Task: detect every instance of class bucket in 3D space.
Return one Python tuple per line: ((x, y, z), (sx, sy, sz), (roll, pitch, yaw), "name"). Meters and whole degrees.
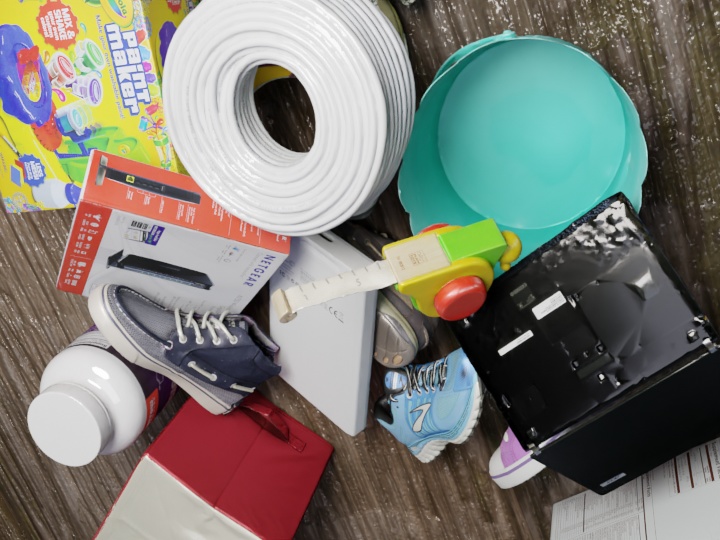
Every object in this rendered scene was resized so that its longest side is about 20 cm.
((0.135, -0.096, 0.694), (0.202, 0.135, 0.212), (5, 112, 13), "bucket")

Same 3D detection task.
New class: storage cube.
((-0.157, 0.249, 0.890), (0.170, 0.180, 0.201), (35, 115, -1), "storage cube")

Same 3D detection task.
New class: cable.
((-0.058, -0.128, 0.641), (0.200, 0.069, 0.200), (44, 126, 1), "cable")

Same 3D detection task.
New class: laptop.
((0.200, 0.070, 0.670), (0.176, 0.103, 0.202), (-37, 78, 26), "laptop")

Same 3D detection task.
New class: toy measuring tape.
((0.032, 0.013, 0.632), (0.196, 0.074, 0.075), (-18, 109, -10), "toy measuring tape")

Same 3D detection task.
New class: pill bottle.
((-0.244, 0.107, 0.845), (0.110, 0.200, 0.115), (5, 114, 13), "pill bottle")

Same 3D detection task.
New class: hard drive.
((-0.039, 0.049, 0.805), (0.131, 0.026, 0.203), (35, 137, 33), "hard drive")

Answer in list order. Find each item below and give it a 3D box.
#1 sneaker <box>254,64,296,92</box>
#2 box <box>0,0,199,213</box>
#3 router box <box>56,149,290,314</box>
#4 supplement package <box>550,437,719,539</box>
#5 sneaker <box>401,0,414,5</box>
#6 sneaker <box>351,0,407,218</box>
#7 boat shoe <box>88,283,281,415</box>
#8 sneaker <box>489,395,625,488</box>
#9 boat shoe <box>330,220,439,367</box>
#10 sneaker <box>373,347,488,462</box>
((-0.064, -0.225, 0.731), (0.199, 0.075, 0.090), (-40, 122, 9), "sneaker")
((-0.244, -0.175, 0.776), (0.188, 0.122, 0.204), (-4, 111, 16), "box")
((-0.176, -0.019, 0.768), (0.176, 0.050, 0.200), (15, 152, -19), "router box")
((0.313, 0.307, 0.800), (0.198, 0.147, 0.193), (-30, 101, 25), "supplement package")
((0.020, -0.250, 0.668), (0.196, 0.077, 0.090), (-23, 125, -10), "sneaker")
((-0.004, -0.141, 0.725), (0.075, 0.089, 0.205), (7, 102, 9), "sneaker")
((-0.160, 0.059, 0.804), (0.092, 0.075, 0.200), (-32, 133, 15), "boat shoe")
((0.160, 0.106, 0.764), (0.114, 0.072, 0.202), (42, 121, 10), "sneaker")
((0.000, 0.000, 0.808), (0.201, 0.073, 0.075), (53, 145, 11), "boat shoe")
((0.063, 0.120, 0.795), (0.089, 0.079, 0.201), (28, 143, -3), "sneaker")
